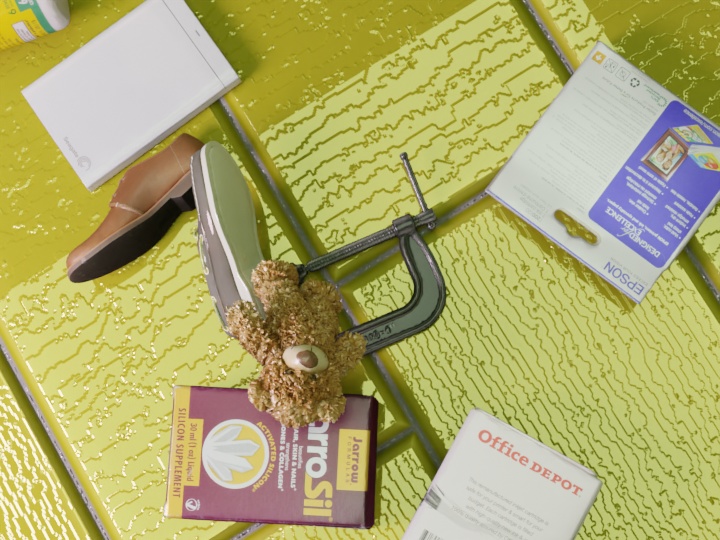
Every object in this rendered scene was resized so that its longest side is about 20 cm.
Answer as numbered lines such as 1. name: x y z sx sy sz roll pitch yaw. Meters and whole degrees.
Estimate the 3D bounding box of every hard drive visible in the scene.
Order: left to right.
1. hard drive: -0.245 -0.196 1.449 0.199 0.027 0.132 -36 80 -1

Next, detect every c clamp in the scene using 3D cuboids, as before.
1. c clamp: 0.000 0.000 1.404 0.199 0.027 0.172 -28 86 -2

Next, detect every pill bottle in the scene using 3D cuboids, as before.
1. pill bottle: -0.418 -0.278 1.431 0.199 0.113 0.114 -19 81 2

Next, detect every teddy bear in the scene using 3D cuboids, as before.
1. teddy bear: -0.057 0.059 1.299 0.145 0.200 0.067 41 118 -9

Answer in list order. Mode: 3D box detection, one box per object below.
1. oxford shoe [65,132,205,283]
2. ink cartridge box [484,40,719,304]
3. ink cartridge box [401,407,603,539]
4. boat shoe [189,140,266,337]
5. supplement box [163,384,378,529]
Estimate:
1. oxford shoe: -0.234 -0.065 1.411 0.200 0.071 0.071 -42 76 -13
2. ink cartridge box: 0.261 -0.099 1.385 0.198 0.043 0.200 38 84 9
3. ink cartridge box: 0.125 0.256 1.322 0.145 0.084 0.201 29 84 8
4. boat shoe: -0.138 -0.028 1.376 0.060 0.072 0.203 -14 97 31
5. supplement box: -0.084 0.186 1.341 0.198 0.103 0.132 2 80 4
